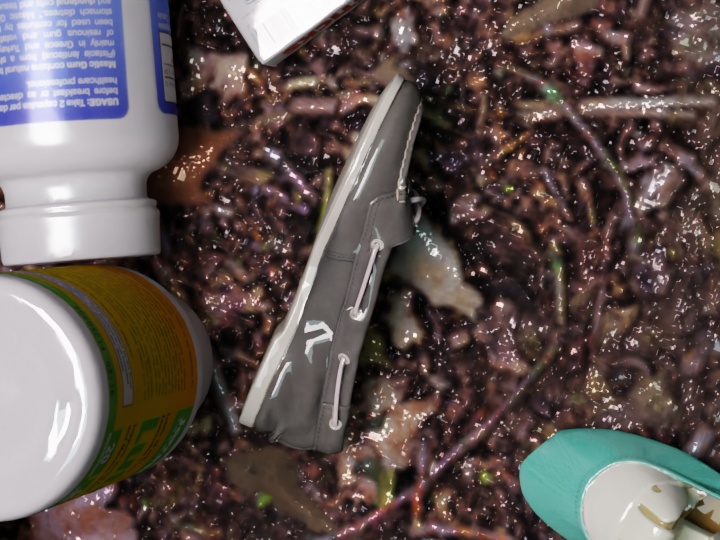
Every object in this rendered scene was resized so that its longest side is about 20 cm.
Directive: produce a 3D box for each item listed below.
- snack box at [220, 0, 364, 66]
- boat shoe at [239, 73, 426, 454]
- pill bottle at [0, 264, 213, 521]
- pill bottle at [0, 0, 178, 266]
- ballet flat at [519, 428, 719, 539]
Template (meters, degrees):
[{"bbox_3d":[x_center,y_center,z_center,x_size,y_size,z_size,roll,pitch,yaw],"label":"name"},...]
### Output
[{"bbox_3d":[0.012,-0.191,0.993,0.200,0.024,0.072,-34,83,13],"label":"snack box"},{"bbox_3d":[0.000,0.000,0.988,0.057,0.067,0.200,23,102,-3],"label":"boat shoe"},{"bbox_3d":[-0.142,0.053,0.951,0.111,0.200,0.111,1,92,15],"label":"pill bottle"},{"bbox_3d":[-0.152,-0.105,0.994,0.112,0.112,0.201,-4,91,15],"label":"pill bottle"},{"bbox_3d":[0.167,0.133,0.940,0.200,0.070,0.067,25,98,13],"label":"ballet flat"}]
